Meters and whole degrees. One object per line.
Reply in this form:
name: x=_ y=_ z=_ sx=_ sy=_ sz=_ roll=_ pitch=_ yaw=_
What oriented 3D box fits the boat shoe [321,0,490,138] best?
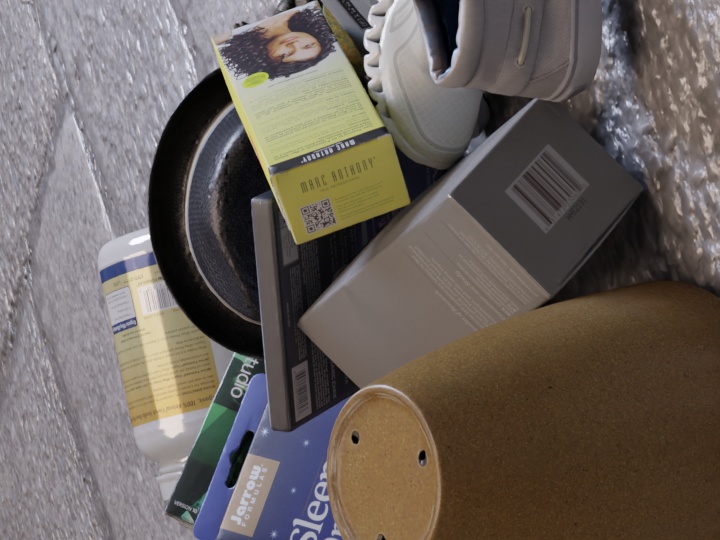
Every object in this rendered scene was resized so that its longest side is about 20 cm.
boat shoe: x=0.022 y=-0.167 z=1.479 sx=0.199 sy=0.068 sz=0.073 roll=46 pitch=158 yaw=-19

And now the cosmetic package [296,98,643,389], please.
cosmetic package: x=0.058 y=-0.007 z=1.396 sx=0.090 sy=0.107 sz=0.200 roll=44 pitch=147 yaw=-2

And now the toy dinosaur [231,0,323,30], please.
toy dinosaur: x=-0.048 y=-0.145 z=1.684 sx=0.200 sy=0.077 sz=0.103 roll=-44 pitch=38 yaw=41

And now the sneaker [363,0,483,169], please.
sneaker: x=0.054 y=-0.160 z=1.409 sx=0.081 sy=0.075 sz=0.202 roll=-4 pitch=79 yaw=53

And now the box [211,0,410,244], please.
box: x=-0.032 y=-0.091 z=1.439 sx=0.200 sy=0.075 sz=0.050 roll=-117 pitch=8 yaw=-58

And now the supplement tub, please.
supplement tub: x=-0.112 y=0.064 z=1.858 sx=0.144 sy=0.143 sz=0.202 roll=158 pitch=101 yaw=-67

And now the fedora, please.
fedora: x=-0.051 y=-0.037 z=1.558 sx=0.092 sy=0.199 sz=0.202 roll=-63 pitch=-36 yaw=-83

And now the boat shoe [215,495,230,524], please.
boat shoe: x=-0.031 y=0.154 z=1.660 sx=0.062 sy=0.200 sz=0.075 roll=19 pitch=110 yaw=26

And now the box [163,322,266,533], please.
box: x=-0.063 y=0.094 z=1.679 sx=0.144 sy=0.036 sz=0.201 roll=55 pitch=-124 yaw=-71

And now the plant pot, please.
plant pot: x=0.089 y=0.101 z=1.255 sx=0.186 sy=0.199 sz=0.188 roll=2 pitch=93 yaw=51

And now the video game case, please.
video game case: x=0.000 y=0.000 z=1.515 sx=0.019 sy=0.200 sz=0.144 roll=6 pitch=109 yaw=31

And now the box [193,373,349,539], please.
box: x=-0.012 y=0.135 z=1.537 sx=0.199 sy=0.032 sz=0.122 roll=12 pitch=74 yaw=30

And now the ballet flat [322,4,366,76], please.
ballet flat: x=0.016 y=-0.197 z=1.538 sx=0.071 sy=0.070 sz=0.201 roll=-127 pitch=33 yaw=-47

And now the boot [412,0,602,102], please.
boot: x=0.075 y=-0.193 z=1.316 sx=0.073 sy=0.095 sz=0.202 roll=-19 pitch=72 yaw=60
